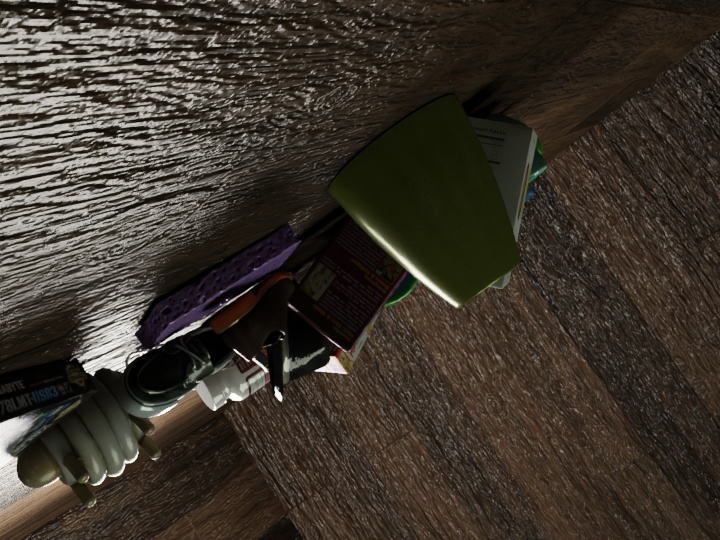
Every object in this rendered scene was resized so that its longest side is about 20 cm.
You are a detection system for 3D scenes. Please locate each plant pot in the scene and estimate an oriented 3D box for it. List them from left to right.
[{"bbox_3d":[0.094,-0.065,1.101,0.186,0.201,0.187,-35,176,-3],"label":"plant pot"}]

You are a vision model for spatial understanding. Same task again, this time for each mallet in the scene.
[{"bbox_3d":[-0.186,0.119,1.447,0.065,0.041,0.201,-32,148,-6],"label":"mallet"}]

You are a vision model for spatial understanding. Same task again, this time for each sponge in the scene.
[{"bbox_3d":[-0.168,0.021,1.121,0.199,0.030,0.111,-34,176,-32],"label":"sponge"}]

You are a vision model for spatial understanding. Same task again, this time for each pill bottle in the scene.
[{"bbox_3d":[-0.209,0.164,1.732,0.199,0.114,0.113,-33,175,-25],"label":"pill bottle"}]

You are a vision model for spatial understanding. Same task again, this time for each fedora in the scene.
[{"bbox_3d":[-0.093,0.098,1.403,0.090,0.204,0.201,-5,170,-9],"label":"fedora"}]

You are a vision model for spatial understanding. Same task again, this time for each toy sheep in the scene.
[{"bbox_3d":[-0.306,0.182,1.094,0.199,0.139,0.138,-32,174,-32],"label":"toy sheep"}]

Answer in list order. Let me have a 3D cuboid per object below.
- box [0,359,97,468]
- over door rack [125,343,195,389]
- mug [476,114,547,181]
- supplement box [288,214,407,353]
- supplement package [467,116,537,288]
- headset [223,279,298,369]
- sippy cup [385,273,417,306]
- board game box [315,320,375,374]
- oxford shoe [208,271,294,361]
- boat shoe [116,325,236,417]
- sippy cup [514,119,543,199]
[{"bbox_3d":[-0.386,0.172,0.939,0.199,0.050,0.198,-37,176,9],"label":"box"},{"bbox_3d":[-0.212,0.116,1.281,0.197,0.068,0.148,-19,173,-12],"label":"over door rack"},{"bbox_3d":[0.162,-0.143,1.348,0.184,0.115,0.152,-32,175,-26],"label":"mug"},{"bbox_3d":[0.000,0.000,1.293,0.201,0.110,0.086,-53,176,-4],"label":"supplement box"},{"bbox_3d":[0.156,-0.090,1.226,0.114,0.108,0.203,-18,119,-76],"label":"supplement package"},{"bbox_3d":[-0.176,0.080,1.541,0.201,0.094,0.123,-51,-174,-36],"label":"headset"},{"bbox_3d":[0.020,-0.020,1.441,0.175,0.142,0.130,-11,-175,-4],"label":"sippy cup"},{"bbox_3d":[-0.045,0.073,1.548,0.150,0.047,0.201,-2,-133,38],"label":"board game box"},{"bbox_3d":[-0.121,0.057,1.169,0.071,0.073,0.200,-34,-177,23],"label":"oxford shoe"},{"bbox_3d":[-0.208,0.103,1.116,0.071,0.072,0.200,-46,175,31],"label":"boat shoe"},{"bbox_3d":[0.201,-0.146,1.493,0.139,0.131,0.178,-33,174,-30],"label":"sippy cup"}]
